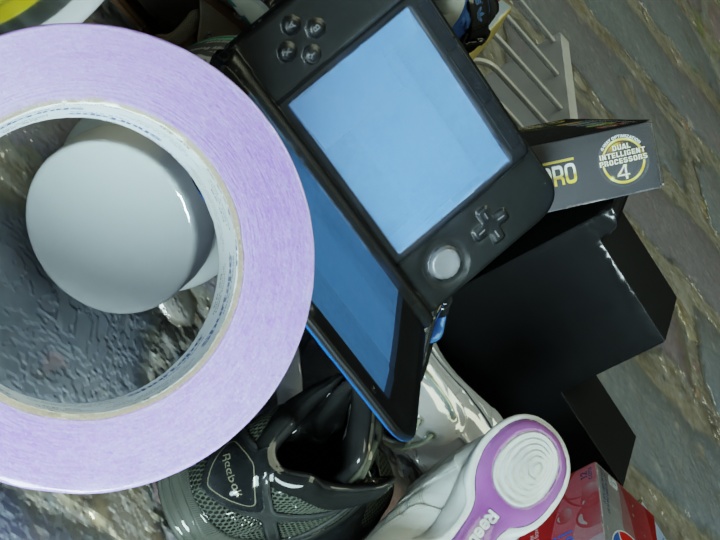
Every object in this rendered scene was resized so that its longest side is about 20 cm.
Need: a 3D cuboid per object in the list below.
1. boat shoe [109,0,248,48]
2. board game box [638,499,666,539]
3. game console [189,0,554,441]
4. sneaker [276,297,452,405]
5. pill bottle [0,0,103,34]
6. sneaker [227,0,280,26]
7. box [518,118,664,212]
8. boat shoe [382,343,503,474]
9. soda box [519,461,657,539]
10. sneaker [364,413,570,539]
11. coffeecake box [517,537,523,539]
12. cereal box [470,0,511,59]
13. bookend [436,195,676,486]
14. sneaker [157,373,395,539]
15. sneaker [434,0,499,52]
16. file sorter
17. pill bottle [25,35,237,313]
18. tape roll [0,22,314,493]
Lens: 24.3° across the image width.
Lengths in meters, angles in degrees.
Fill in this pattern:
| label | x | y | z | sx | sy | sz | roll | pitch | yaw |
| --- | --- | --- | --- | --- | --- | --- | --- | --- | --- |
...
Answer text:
| label | x | y | z | sx | sy | sz | roll | pitch | yaw |
| --- | --- | --- | --- | --- | --- | --- | --- | --- | --- |
| boat shoe | -0.107 | -0.157 | 1.080 | 0.200 | 0.076 | 0.072 | 44 | 36 | -18 |
| board game box | 0.224 | 0.268 | 1.309 | 0.103 | 0.019 | 0.200 | 56 | 25 | -6 |
| game console | 0.016 | -0.045 | 0.876 | 0.200 | 0.171 | 0.118 | 53 | -7 | -27 |
| sneaker | 0.000 | 0.000 | 1.047 | 0.073 | 0.112 | 0.200 | 91 | -4 | -57 |
| pill bottle | -0.218 | -0.218 | 0.876 | 0.200 | 0.114 | 0.114 | 44 | 30 | -33 |
| sneaker | -0.063 | -0.177 | 1.039 | 0.200 | 0.070 | 0.093 | 46 | -23 | 21 |
| box | 0.090 | -0.063 | 1.099 | 0.200 | 0.161 | 0.049 | -143 | -140 | -80 |
| boat shoe | 0.033 | 0.092 | 1.095 | 0.067 | 0.074 | 0.200 | -23 | 75 | -50 |
| soda box | 0.140 | 0.215 | 0.982 | 0.070 | 0.063 | 0.200 | 44 | 30 | -29 |
| sneaker | 0.039 | 0.168 | 0.958 | 0.200 | 0.100 | 0.075 | -40 | 91 | -26 |
| coffeecake box | 0.109 | 0.260 | 1.038 | 0.200 | 0.073 | 0.154 | 44 | 30 | -33 |
| cereal box | -0.009 | -0.200 | 1.190 | 0.200 | 0.040 | 0.144 | 39 | 54 | 4 |
| bookend | 0.148 | 0.064 | 1.166 | 0.199 | 0.200 | 0.092 | 55 | 26 | -10 |
| sneaker | -0.012 | 0.111 | 0.925 | 0.199 | 0.114 | 0.076 | 15 | 52 | -59 |
| sneaker | 0.045 | -0.175 | 1.053 | 0.111 | 0.200 | 0.077 | -21 | 90 | -23 |
| file sorter | 0.079 | -0.127 | 1.306 | 0.125 | 0.139 | 0.200 | 43 | 30 | -32 |
| pill bottle | -0.099 | -0.056 | 0.931 | 0.113 | 0.113 | 0.200 | 56 | 25 | -10 |
| tape roll | -0.123 | -0.005 | 0.734 | 0.200 | 0.200 | 0.066 | 58 | -10 | -7 |
